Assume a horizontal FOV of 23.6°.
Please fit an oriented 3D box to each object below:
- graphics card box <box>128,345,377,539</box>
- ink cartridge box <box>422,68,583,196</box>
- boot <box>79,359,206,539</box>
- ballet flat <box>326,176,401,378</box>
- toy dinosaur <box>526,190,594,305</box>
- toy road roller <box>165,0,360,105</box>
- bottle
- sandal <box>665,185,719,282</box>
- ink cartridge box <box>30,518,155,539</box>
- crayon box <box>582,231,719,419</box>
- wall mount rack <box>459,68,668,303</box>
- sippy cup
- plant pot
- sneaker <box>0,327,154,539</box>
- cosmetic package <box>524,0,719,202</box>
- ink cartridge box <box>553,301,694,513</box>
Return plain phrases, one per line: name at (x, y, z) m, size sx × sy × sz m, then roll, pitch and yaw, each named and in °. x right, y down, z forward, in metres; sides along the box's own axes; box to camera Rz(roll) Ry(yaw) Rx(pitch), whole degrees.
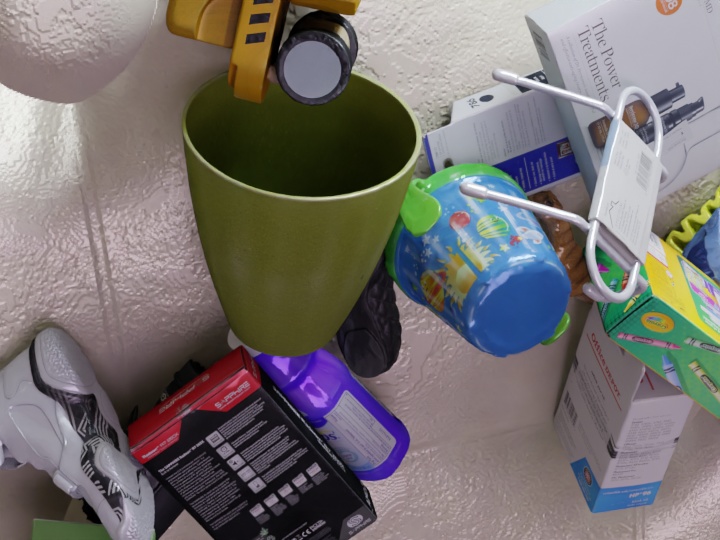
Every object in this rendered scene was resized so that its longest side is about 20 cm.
graphics card box at (-0.091, 0.173, 1.478) m, size 0.125 × 0.051 × 0.200 m, roll -36°, pitch 116°, yaw 7°
ink cartridge box at (0.147, -0.117, 1.489) m, size 0.199 × 0.039 × 0.100 m, roll -21°, pitch 124°, yaw -9°
boot at (-0.147, 0.187, 1.538) m, size 0.162 × 0.073 × 0.198 m, roll -45°, pitch 117°, yaw 7°
ballet flat at (0.000, 0.000, 1.507) m, size 0.066 × 0.057 × 0.201 m, roll 1°, pitch 117°, yaw 11°
toy dinosaur at (0.192, 0.010, 1.560) m, size 0.106 × 0.061 × 0.200 m, roll -32°, pitch 133°, yaw 11°
toy road roller at (-0.063, -0.225, 1.301) m, size 0.145 × 0.123 × 0.201 m, roll 13°, pitch 106°, yaw -1°
bottle at (-0.039, 0.109, 1.524) m, size 0.200 × 0.083 × 0.065 m, roll 47°, pitch 64°, yaw -34°
sandal at (0.361, -0.060, 1.570) m, size 0.079 × 0.087 × 0.201 m, roll 20°, pitch 108°, yaw -26°
ink cartridge box at (-0.229, 0.255, 1.477) m, size 0.103 × 0.060 × 0.200 m, roll 5°, pitch 156°, yaw -3°
crayon box at (0.289, 0.051, 1.516) m, size 0.200 × 0.119 × 0.058 m, roll 35°, pitch 117°, yaw -27°
wall mount rack at (0.171, -0.071, 1.368) m, size 0.074 × 0.201 × 0.174 m, roll -17°, pitch 135°, yaw 41°
sippy cup at (0.105, 0.000, 1.434) m, size 0.177 × 0.130 × 0.140 m, roll -1°, pitch 120°, yaw -25°
plant pot at (-0.054, -0.035, 1.394) m, size 0.186 × 0.187 × 0.201 m, roll -7°, pitch 131°, yaw -16°
sneaker at (-0.254, 0.158, 1.435) m, size 0.115 × 0.201 × 0.075 m, roll -30°, pitch 166°, yaw 9°
cosmetic package at (0.241, -0.158, 1.449) m, size 0.150 × 0.052 × 0.201 m, roll -29°, pitch 124°, yaw -5°
ink cartridge box at (0.244, 0.113, 1.580) m, size 0.067 × 0.116 × 0.201 m, roll -5°, pitch 136°, yaw -16°
